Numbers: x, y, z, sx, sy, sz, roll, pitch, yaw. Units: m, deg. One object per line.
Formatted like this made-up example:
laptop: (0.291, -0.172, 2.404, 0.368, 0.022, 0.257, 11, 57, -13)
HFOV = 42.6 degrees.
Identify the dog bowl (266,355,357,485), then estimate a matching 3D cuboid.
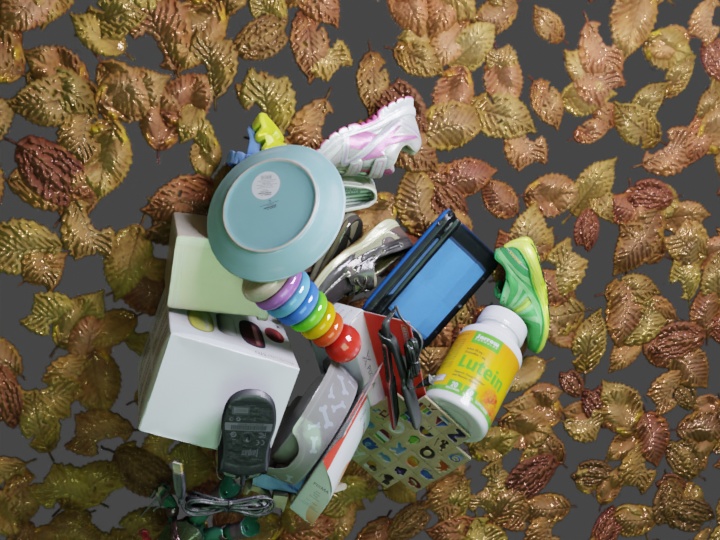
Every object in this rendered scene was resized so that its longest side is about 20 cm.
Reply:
dog bowl: (-0.074, 0.222, 1.348, 0.058, 0.200, 0.201, 34, 97, -6)

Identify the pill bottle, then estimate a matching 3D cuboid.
pill bottle: (0.184, 0.155, 1.437, 0.111, 0.110, 0.201, 49, 55, -22)

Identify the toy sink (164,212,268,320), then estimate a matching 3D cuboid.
toy sink: (-0.176, -0.003, 1.327, 0.196, 0.130, 0.114, 6, 106, -17)

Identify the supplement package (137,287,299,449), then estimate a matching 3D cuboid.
supplement package: (-0.209, 0.141, 1.326, 0.188, 0.200, 0.149, 17, 103, -19)

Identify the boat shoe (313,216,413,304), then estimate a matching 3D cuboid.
boat shoe: (0.000, 0.000, 1.365, 0.065, 0.074, 0.200, 40, 69, 17)

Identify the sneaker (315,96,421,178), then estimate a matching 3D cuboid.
sneaker: (0.007, -0.169, 1.327, 0.198, 0.081, 0.089, -29, 93, -7)

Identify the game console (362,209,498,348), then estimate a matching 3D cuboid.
game console: (0.112, 0.021, 1.417, 0.118, 0.171, 0.201, 41, 95, 5)

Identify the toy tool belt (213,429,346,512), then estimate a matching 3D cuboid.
toy tool belt: (-0.127, 0.310, 1.442, 0.196, 0.123, 0.127, 4, 107, -15)

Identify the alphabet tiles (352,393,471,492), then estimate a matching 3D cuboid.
alphabet tiles: (0.069, 0.267, 1.427, 0.166, 0.006, 0.200, 41, 127, -13)

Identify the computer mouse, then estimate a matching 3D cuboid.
computer mouse: (-0.183, 0.240, 1.238, 0.138, 0.046, 0.203, -1, 113, -9)

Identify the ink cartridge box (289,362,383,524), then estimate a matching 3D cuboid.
ink cartridge box: (-0.019, 0.249, 1.333, 0.050, 0.163, 0.201, 34, 130, -1)

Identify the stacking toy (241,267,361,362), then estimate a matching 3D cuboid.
stacking toy: (-0.070, 0.061, 1.268, 0.085, 0.085, 0.200, -43, 120, 2)

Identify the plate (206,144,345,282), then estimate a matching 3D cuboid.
plate: (-0.116, -0.082, 1.214, 0.199, 0.201, 0.026, -37, 151, 0)

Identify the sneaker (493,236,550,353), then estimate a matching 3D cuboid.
sneaker: (0.259, 0.040, 1.489, 0.082, 0.074, 0.203, -10, 114, 15)

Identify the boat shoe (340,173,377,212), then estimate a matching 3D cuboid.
boat shoe: (-0.071, -0.109, 1.354, 0.197, 0.062, 0.073, -13, 110, -9)

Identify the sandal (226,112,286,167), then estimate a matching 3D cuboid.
sandal: (-0.129, -0.117, 1.301, 0.086, 0.202, 0.079, -28, 157, 13)

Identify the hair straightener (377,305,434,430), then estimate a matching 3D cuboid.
hair straightener: (0.071, 0.141, 1.318, 0.076, 0.041, 0.203, 1, 115, 17)

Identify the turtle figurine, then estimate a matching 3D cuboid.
turtle figurine: (-0.256, 0.399, 1.426, 0.198, 0.101, 0.150, -29, 112, 27)

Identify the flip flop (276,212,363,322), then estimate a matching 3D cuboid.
flip flop: (-0.068, -0.007, 1.387, 0.057, 0.081, 0.202, 36, 106, 16)

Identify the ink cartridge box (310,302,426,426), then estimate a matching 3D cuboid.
ink cartridge box: (0.012, 0.149, 1.388, 0.044, 0.172, 0.203, -42, 131, -37)
